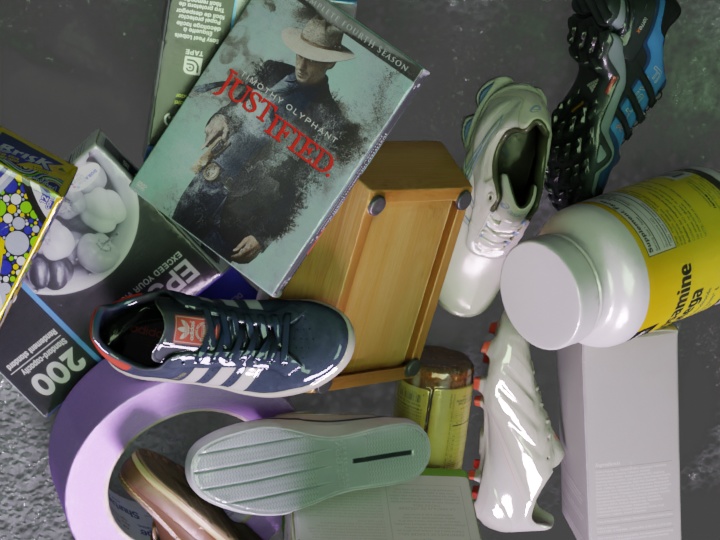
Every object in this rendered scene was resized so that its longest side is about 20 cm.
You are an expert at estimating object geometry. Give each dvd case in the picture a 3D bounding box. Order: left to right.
[{"bbox_3d":[-0.062,-0.103,1.487,0.146,0.022,0.200,37,97,15],"label":"dvd case"}]

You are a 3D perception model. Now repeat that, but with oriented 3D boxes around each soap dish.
[{"bbox_3d":[0.000,0.000,1.568,0.157,0.081,0.201,-4,116,-50],"label":"soap dish"}]

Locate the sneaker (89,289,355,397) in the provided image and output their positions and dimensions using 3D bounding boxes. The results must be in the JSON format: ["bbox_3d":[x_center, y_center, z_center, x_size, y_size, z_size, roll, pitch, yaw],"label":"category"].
[{"bbox_3d":[-0.106,0.050,1.483,0.199,0.085,0.075,-3,74,16],"label":"sneaker"}]

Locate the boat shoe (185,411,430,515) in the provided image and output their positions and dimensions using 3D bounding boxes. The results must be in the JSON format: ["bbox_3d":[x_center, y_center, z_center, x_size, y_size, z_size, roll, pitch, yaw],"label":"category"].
[{"bbox_3d":[-0.046,0.147,1.570,0.199,0.067,0.074,1,96,-24],"label":"boat shoe"}]

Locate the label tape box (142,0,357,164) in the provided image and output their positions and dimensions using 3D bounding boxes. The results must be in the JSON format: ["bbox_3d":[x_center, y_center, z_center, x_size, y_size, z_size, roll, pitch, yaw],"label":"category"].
[{"bbox_3d":[-0.089,-0.126,1.561,0.143,0.066,0.201,8,106,-9],"label":"label tape box"}]

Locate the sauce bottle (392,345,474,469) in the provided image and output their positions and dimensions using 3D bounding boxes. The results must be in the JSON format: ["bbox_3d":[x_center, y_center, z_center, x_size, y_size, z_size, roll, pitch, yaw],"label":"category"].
[{"bbox_3d":[0.051,0.164,1.675,0.066,0.066,0.201,6,109,-9],"label":"sauce bottle"}]

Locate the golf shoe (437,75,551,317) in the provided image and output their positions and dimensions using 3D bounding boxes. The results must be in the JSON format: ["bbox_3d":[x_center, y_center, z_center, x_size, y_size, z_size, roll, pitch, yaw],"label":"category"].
[{"bbox_3d":[0.102,-0.048,1.594,0.078,0.097,0.201,7,109,-14],"label":"golf shoe"}]

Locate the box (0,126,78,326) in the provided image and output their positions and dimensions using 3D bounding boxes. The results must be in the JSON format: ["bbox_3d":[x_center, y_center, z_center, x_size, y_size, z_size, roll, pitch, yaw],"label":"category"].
[{"bbox_3d":[-0.287,-0.002,1.523,0.070,0.064,0.200,28,112,-6],"label":"box"}]

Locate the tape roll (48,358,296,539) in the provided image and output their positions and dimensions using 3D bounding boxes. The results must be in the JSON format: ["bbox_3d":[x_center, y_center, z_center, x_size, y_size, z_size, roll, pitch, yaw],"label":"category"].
[{"bbox_3d":[-0.144,0.149,1.614,0.199,0.066,0.201,-10,123,-16],"label":"tape roll"}]

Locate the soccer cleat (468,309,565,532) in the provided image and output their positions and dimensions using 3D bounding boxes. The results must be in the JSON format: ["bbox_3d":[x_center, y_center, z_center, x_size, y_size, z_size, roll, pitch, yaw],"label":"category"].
[{"bbox_3d":[0.132,0.124,1.667,0.077,0.069,0.201,8,116,11],"label":"soccer cleat"}]

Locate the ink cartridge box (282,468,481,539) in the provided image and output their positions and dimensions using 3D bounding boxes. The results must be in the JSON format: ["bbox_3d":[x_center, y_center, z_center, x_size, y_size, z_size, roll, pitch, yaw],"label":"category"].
[{"bbox_3d":[0.018,0.237,1.554,0.147,0.200,0.076,2,121,-6],"label":"ink cartridge box"}]

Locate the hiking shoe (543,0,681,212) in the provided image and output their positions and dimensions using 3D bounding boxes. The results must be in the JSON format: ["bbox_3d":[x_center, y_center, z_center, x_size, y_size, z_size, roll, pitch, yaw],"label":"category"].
[{"bbox_3d":[0.202,-0.128,1.593,0.086,0.074,0.201,-4,121,-27],"label":"hiking shoe"}]

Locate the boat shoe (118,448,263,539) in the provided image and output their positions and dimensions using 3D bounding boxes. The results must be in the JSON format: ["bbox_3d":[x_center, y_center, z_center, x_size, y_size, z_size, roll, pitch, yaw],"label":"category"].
[{"bbox_3d":[-0.128,0.214,1.575,0.067,0.072,0.200,-39,129,2],"label":"boat shoe"}]

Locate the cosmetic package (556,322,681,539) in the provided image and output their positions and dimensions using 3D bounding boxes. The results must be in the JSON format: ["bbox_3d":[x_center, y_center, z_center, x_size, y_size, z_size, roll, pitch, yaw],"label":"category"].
[{"bbox_3d":[0.211,0.126,1.661,0.090,0.107,0.201,-3,110,-7],"label":"cosmetic package"}]

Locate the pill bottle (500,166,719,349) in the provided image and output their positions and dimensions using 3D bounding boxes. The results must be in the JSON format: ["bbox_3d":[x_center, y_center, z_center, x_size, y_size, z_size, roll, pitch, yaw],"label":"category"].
[{"bbox_3d":[0.207,-0.006,1.568,0.199,0.112,0.113,-19,114,-37],"label":"pill bottle"}]

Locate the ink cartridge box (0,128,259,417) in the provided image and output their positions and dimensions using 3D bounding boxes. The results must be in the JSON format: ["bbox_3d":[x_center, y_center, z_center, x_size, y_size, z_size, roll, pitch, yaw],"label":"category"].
[{"bbox_3d":[-0.207,0.022,1.589,0.198,0.043,0.200,-38,110,17],"label":"ink cartridge box"}]
